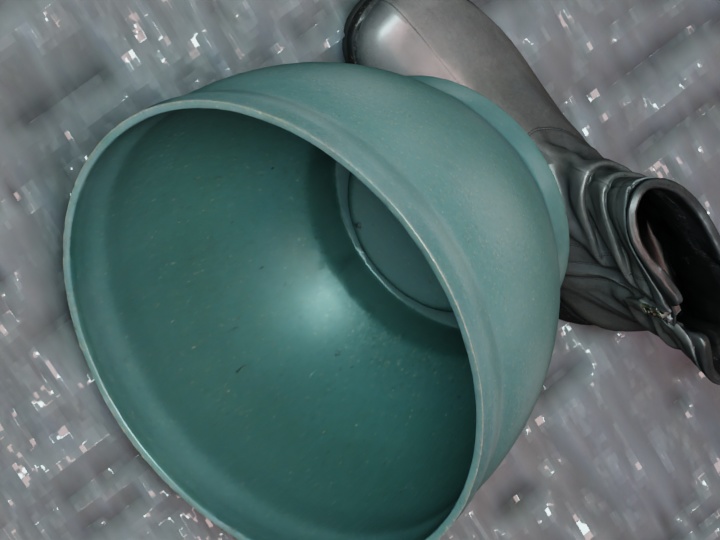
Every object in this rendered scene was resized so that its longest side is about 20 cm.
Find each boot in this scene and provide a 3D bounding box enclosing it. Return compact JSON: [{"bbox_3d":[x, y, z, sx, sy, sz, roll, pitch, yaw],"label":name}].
[{"bbox_3d":[0.087,-0.042,1.195,0.070,0.132,0.200,-50,116,-9],"label":"boot"}]

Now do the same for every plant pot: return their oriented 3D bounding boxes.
[{"bbox_3d":[0.000,0.000,1.143,0.134,0.200,0.200,-37,116,-45],"label":"plant pot"}]
